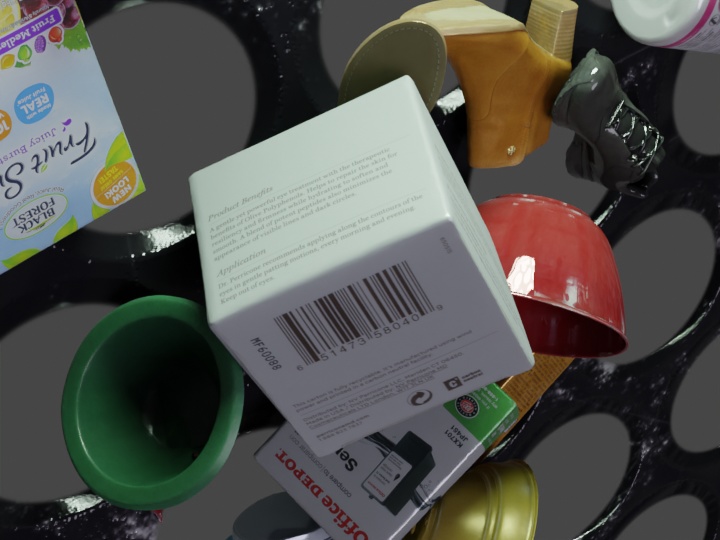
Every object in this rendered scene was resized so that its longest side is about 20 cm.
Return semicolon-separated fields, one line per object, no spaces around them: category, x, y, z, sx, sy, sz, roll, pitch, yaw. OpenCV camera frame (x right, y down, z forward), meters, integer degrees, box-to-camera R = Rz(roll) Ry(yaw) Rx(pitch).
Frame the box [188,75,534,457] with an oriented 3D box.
box;0.000;0.000;1.149;0.198;0.172;0.200;-24;136;10

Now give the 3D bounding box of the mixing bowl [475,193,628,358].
mixing bowl;0.152;-0.001;1.323;0.200;0.199;0.109;30;68;-45

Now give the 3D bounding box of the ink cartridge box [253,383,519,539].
ink cartridge box;0.023;0.148;1.315;0.200;0.147;0.083;-47;168;-4

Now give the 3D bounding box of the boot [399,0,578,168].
boot;0.105;-0.153;1.245;0.200;0.071;0.145;-12;124;-38

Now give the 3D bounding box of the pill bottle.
pill bottle;0.331;-0.254;1.328;0.199;0.113;0.114;-2;119;-38

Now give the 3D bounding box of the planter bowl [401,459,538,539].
planter bowl;0.080;0.256;1.379;0.083;0.201;0.201;25;102;-15

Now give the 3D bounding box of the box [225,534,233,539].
box;-0.095;0.341;1.428;0.082;0.049;0.200;-43;135;-7

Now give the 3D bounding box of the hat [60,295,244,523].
hat;-0.134;0.118;1.208;0.176;0.199;0.167;21;66;-59

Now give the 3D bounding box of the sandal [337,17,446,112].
sandal;0.018;-0.135;1.203;0.077;0.070;0.213;16;131;-3

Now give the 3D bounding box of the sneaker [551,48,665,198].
sneaker;0.229;-0.128;1.313;0.076;0.090;0.200;-56;155;-7

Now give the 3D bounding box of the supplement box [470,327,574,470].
supplement box;0.148;0.096;1.448;0.200;0.066;0.069;-48;136;-1

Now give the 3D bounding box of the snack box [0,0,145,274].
snack box;-0.256;-0.103;0.995;0.168;0.068;0.201;-33;134;-19

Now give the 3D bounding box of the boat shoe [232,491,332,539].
boat shoe;-0.034;0.257;1.404;0.199;0.071;0.092;-14;121;-34
